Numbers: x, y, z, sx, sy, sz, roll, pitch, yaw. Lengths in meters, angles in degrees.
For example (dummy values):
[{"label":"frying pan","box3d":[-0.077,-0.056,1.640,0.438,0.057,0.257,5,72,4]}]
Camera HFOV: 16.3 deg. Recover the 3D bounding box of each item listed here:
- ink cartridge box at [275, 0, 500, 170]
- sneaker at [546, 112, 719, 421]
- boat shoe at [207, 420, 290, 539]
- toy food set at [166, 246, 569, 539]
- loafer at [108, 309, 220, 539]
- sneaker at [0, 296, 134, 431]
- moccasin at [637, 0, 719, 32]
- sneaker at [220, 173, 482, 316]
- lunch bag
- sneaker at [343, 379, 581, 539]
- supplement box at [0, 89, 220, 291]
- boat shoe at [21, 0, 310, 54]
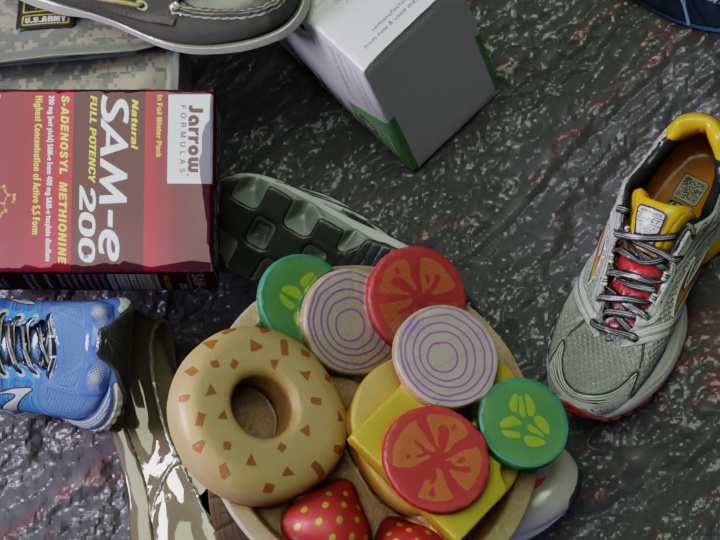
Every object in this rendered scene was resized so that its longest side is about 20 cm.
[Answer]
[{"label":"ink cartridge box","box3d":[-0.019,-0.176,1.546,0.084,0.146,0.200,-44,64,-6]},{"label":"sneaker","box3d":[0.162,-0.007,1.465,0.078,0.082,0.200,20,73,20]},{"label":"boat shoe","box3d":[-0.025,0.168,1.415,0.065,0.072,0.201,-17,81,-41]},{"label":"toy food set","box3d":[0.008,0.081,1.379,0.200,0.049,0.198,43,63,5]},{"label":"loafer","box3d":[-0.105,0.117,1.479,0.067,0.076,0.201,-13,74,6]},{"label":"sneaker","box3d":[-0.197,0.052,1.461,0.200,0.089,0.079,-12,72,56]},{"label":"moccasin","box3d":[0.181,-0.202,1.554,0.199,0.068,0.081,20,72,20]},{"label":"sneaker","box3d":[0.000,0.000,1.507,0.200,0.089,0.074,36,104,0]},{"label":"lunch bag","box3d":[-0.182,-0.096,1.531,0.163,0.118,0.201,-5,77,0]},{"label":"sneaker","box3d":[0.024,0.104,1.436,0.199,0.093,0.071,7,58,17]},{"label":"supplement box","box3d":[-0.180,-0.046,1.434,0.199,0.061,0.109,0,80,-1]},{"label":"boat shoe","box3d":[-0.128,-0.177,1.464,0.201,0.060,0.072,13,70,18]}]
